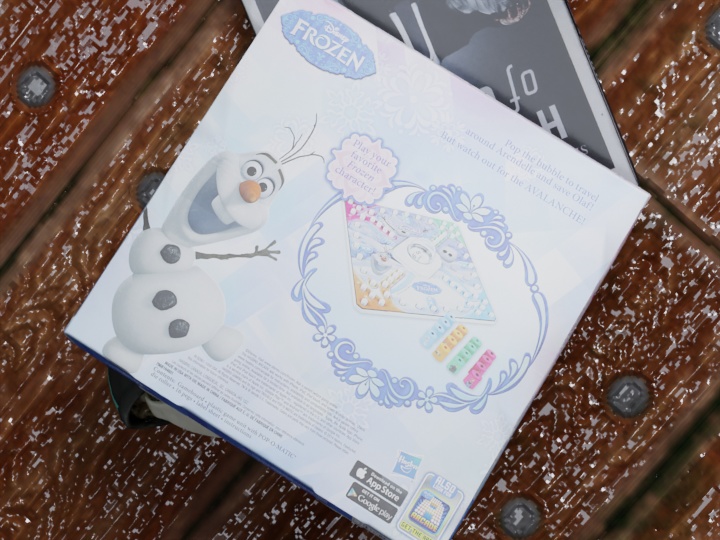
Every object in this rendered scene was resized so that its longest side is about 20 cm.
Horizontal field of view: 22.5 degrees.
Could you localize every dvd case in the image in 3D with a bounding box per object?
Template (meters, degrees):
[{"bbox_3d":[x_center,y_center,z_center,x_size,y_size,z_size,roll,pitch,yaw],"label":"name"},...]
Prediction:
[{"bbox_3d":[0.032,-0.105,0.892,0.149,0.025,0.202,-22,92,10],"label":"dvd case"}]

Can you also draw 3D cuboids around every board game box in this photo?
[{"bbox_3d":[0.000,0.000,0.843,0.199,0.043,0.200,32,80,4],"label":"board game box"}]

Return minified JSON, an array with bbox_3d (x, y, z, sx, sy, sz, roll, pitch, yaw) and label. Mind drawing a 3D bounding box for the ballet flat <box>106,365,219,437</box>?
[{"bbox_3d":[-0.030,0.053,0.894,0.198,0.069,0.068,-6,139,13],"label":"ballet flat"}]
